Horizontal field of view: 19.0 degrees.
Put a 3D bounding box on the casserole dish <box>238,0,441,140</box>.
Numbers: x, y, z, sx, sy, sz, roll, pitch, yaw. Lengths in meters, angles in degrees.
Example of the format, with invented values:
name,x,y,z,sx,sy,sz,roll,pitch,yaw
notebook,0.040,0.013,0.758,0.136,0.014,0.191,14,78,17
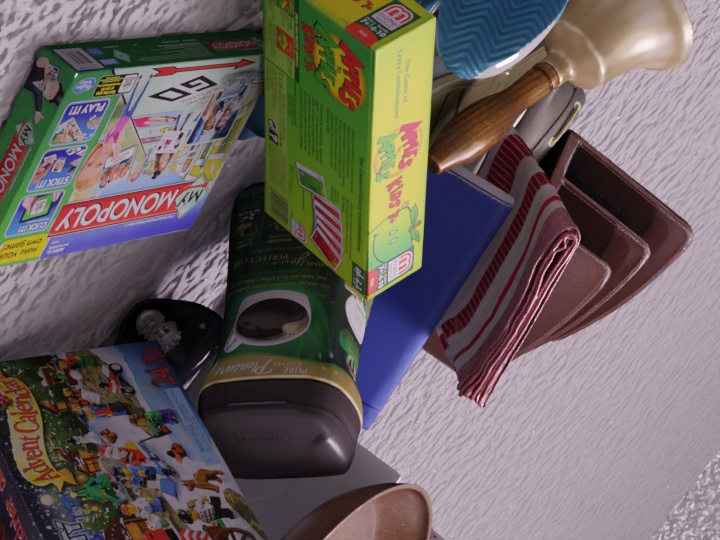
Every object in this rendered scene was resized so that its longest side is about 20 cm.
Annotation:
name,x,y,z,sx,sy,sz,roll,pitch,yaw
casserole dish,-0.007,-0.153,1.365,0.200,0.039,0.121,-50,160,-2

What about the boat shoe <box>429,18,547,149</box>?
name,x,y,z,sx,sy,sz,roll,pitch,yaw
boat shoe,0.050,-0.130,1.473,0.200,0.068,0.075,-28,151,-49

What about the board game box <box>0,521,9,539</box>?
name,x,y,z,sx,sy,sz,roll,pitch,yaw
board game box,-0.292,0.239,1.411,0.147,0.064,0.200,-17,141,-58

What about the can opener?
name,x,y,z,sx,sy,sz,roll,pitch,yaw
can opener,-0.168,0.091,1.409,0.200,0.063,0.079,-42,145,-20

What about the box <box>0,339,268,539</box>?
name,x,y,z,sx,sy,sz,roll,pitch,yaw
box,-0.146,0.132,1.283,0.136,0.200,0.038,-7,138,-33

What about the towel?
name,x,y,z,sx,sy,sz,roll,pitch,yaw
towel,0.092,-0.009,1.518,0.144,0.023,0.200,-61,-160,18

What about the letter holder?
name,x,y,z,sx,sy,sz,roll,pitch,yaw
letter holder,0.148,0.010,1.701,0.200,0.142,0.101,-41,-164,47

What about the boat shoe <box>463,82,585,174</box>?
name,x,y,z,sx,sy,sz,roll,pitch,yaw
boat shoe,0.095,-0.074,1.648,0.060,0.072,0.202,34,95,-26

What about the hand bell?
name,x,y,z,sx,sy,sz,roll,pitch,yaw
hand bell,0.119,-0.125,1.441,0.200,0.104,0.104,-39,157,-23

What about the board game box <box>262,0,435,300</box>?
name,x,y,z,sx,sy,sz,roll,pitch,yaw
board game box,-0.009,-0.089,1.278,0.048,0.102,0.200,-32,145,-28

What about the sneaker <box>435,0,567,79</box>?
name,x,y,z,sx,sy,sz,roll,pitch,yaw
sneaker,0.108,-0.197,1.418,0.200,0.076,0.081,-59,174,-27

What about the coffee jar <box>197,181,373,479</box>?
name,x,y,z,sx,sy,sz,roll,pitch,yaw
coffee jar,-0.043,0.040,1.392,0.085,0.104,0.200,64,28,-50

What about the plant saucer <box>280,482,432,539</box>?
name,x,y,z,sx,sy,sz,roll,pitch,yaw
plant saucer,-0.029,0.213,1.378,0.200,0.037,0.201,-41,151,-29

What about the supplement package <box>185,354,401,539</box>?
name,x,y,z,sx,sy,sz,roll,pitch,yaw
supplement package,-0.092,0.179,1.481,0.200,0.156,0.111,-53,177,-6

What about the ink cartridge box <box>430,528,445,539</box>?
name,x,y,z,sx,sy,sz,roll,pitch,yaw
ink cartridge box,-0.044,0.182,1.632,0.084,0.200,0.146,-54,160,9

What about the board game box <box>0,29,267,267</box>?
name,x,y,z,sx,sy,sz,roll,pitch,yaw
board game box,-0.137,-0.073,1.242,0.200,0.029,0.135,-15,140,-57

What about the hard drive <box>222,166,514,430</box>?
name,x,y,z,sx,sy,sz,roll,pitch,yaw
hard drive,0.000,0.000,1.516,0.200,0.132,0.025,-58,-174,20
